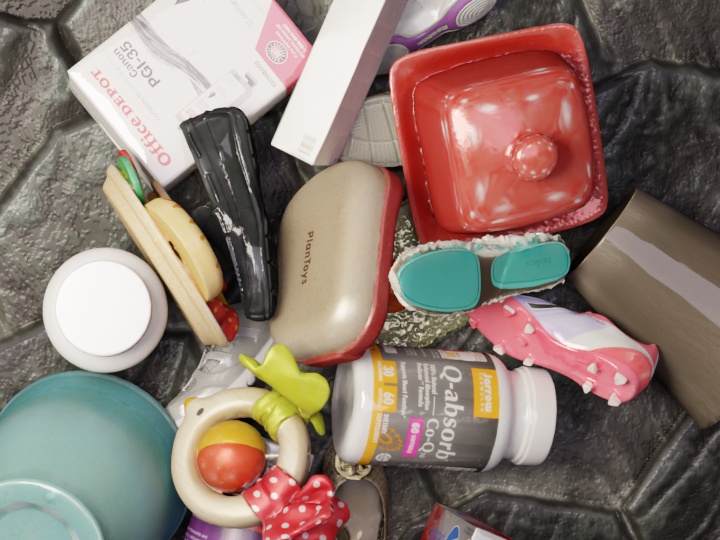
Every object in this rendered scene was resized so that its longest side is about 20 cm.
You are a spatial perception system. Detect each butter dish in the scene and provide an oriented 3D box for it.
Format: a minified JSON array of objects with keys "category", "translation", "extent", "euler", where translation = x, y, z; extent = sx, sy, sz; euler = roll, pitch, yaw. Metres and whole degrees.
[{"category":"butter dish","translation":[0.144,-0.114,1.472],"extent":[0.198,0.148,0.201],"euler":[-12,104,-7]}]

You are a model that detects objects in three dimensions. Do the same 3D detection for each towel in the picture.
[{"category":"towel","translation":[0.077,-0.009,1.565],"extent":[0.199,0.036,0.149],"euler":[-28,92,-8]}]

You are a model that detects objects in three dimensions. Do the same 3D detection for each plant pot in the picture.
[{"category":"plant pot","translation":[-0.265,0.212,1.405],"extent":[0.199,0.188,0.201],"euler":[1,104,6]}]

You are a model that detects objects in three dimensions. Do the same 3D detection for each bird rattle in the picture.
[{"category":"bird rattle","translation":[-0.089,0.174,1.421],"extent":[0.162,0.113,0.201],"euler":[-5,74,15]}]

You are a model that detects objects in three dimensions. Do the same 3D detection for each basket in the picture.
[{"category":"basket","translation":[0.313,0.023,1.547],"extent":[0.200,0.136,0.181],"euler":[39,106,0]}]

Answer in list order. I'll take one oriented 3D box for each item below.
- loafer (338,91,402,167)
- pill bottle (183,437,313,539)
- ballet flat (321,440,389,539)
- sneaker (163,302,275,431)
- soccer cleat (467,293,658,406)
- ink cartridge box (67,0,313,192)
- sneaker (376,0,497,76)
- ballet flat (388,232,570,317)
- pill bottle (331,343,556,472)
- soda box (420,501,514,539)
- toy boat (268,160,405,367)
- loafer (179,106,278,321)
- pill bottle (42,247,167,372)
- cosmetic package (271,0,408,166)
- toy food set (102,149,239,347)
[{"category":"loafer","translation":[0.058,-0.149,1.563],"extent":[0.199,0.063,0.072],"euler":[-12,108,-4]},{"category":"pill bottle","translation":[-0.110,0.258,1.491],"extent":[0.112,0.112,0.201],"euler":[18,86,-6]},{"category":"ballet flat","translation":[-0.002,0.258,1.538],"extent":[0.067,0.046,0.201],"euler":[-2,88,-8]},{"category":"sneaker","translation":[-0.125,0.075,1.525],"extent":[0.082,0.075,0.200],"euler":[44,72,2]},{"category":"soccer cleat","translation":[0.190,0.059,1.520],"extent":[0.199,0.067,0.076],"euler":[29,43,21]},{"category":"ink cartridge box","translation":[-0.160,-0.189,1.518],"extent":[0.200,0.083,0.147],"euler":[-40,94,-7]},{"category":"sneaker","translation":[0.037,-0.260,1.565],"extent":[0.199,0.075,0.100],"euler":[-28,67,-4]},{"category":"ballet flat","translation":[0.103,0.002,1.471],"extent":[0.199,0.072,0.072],"euler":[-5,88,-29]},{"category":"pill bottle","translation":[0.079,0.133,1.516],"extent":[0.199,0.116,0.117],"euler":[5,87,-13]},{"category":"soda box","translation":[0.102,0.269,1.473],"extent":[0.063,0.200,0.070],"euler":[23,85,-6]},{"category":"toy boat","translation":[0.000,0.000,1.487],"extent":[0.130,0.130,0.201],"euler":[24,63,-38]},{"category":"loafer","translation":[-0.119,-0.049,1.449],"extent":[0.070,0.068,0.202],"euler":[-12,83,2]},{"category":"pill bottle","translation":[-0.231,0.036,1.440],"extent":[0.110,0.200,0.112],"euler":[0,87,-7]},{"category":"cosmetic package","translation":[-0.014,-0.198,1.475],"extent":[0.050,0.083,0.201],"euler":[26,98,13]},{"category":"toy food set","translation":[-0.169,-0.020,1.424],"extent":[0.049,0.200,0.198],"euler":[-34,53,-7]}]
